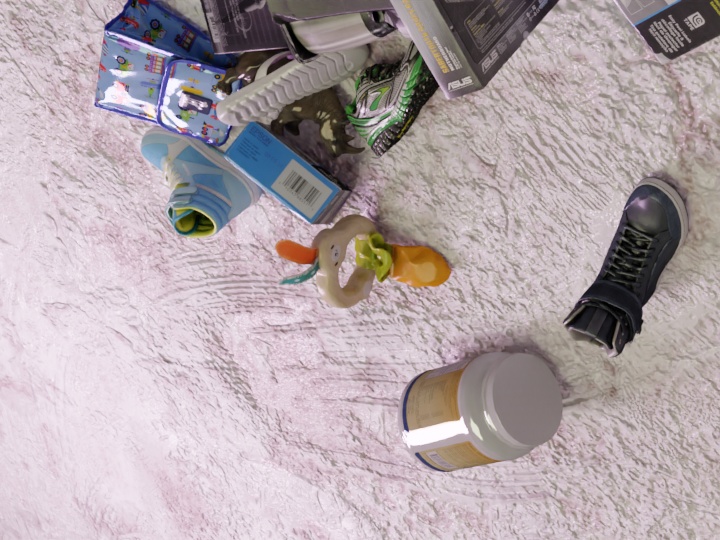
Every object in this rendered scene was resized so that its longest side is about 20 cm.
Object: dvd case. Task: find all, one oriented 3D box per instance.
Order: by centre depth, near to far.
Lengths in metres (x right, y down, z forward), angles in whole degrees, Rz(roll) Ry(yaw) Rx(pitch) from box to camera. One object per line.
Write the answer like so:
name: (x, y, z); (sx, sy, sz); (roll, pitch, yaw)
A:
dvd case: (-0.121, -0.336, 1.637); (0.200, 0.016, 0.149); (4, 115, 42)

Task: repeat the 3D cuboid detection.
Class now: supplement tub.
supplement tub: (0.159, 0.188, 1.847); (0.144, 0.144, 0.200); (51, 144, -13)

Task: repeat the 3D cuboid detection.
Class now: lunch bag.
lunch bag: (-0.237, -0.253, 1.820); (0.200, 0.094, 0.151); (25, 142, 2)

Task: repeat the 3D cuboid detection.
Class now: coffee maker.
coffee maker: (0.001, -0.318, 1.448); (0.200, 0.135, 0.192); (-3, 147, 33)

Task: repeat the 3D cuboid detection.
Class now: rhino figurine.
rhino figurine: (-0.076, -0.208, 1.712); (0.200, 0.060, 0.088); (37, 114, 5)

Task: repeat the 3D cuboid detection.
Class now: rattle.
rattle: (0.000, 0.000, 1.755); (0.143, 0.130, 0.200); (34, -172, 26)

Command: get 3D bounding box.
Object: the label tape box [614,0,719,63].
label tape box: (0.314, -0.294, 1.250); (0.144, 0.063, 0.200); (49, 144, -12)

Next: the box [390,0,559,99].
box: (0.109, -0.286, 1.344); (0.048, 0.200, 0.159); (-12, 119, 45)

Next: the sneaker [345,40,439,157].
sneaker: (0.034, -0.211, 1.600); (0.085, 0.078, 0.200); (42, 144, 3)

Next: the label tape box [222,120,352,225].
label tape box: (-0.087, -0.125, 1.794); (0.144, 0.063, 0.200); (39, -174, 3)

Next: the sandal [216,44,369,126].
sandal: (-0.088, -0.236, 1.644); (0.202, 0.082, 0.050); (-24, 72, 14)

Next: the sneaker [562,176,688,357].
sneaker: (0.293, 0.006, 1.531); (0.077, 0.146, 0.203); (27, 141, 21)

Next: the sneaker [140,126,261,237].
sneaker: (-0.252, -0.119, 1.917); (0.200, 0.131, 0.080); (27, 143, 21)
